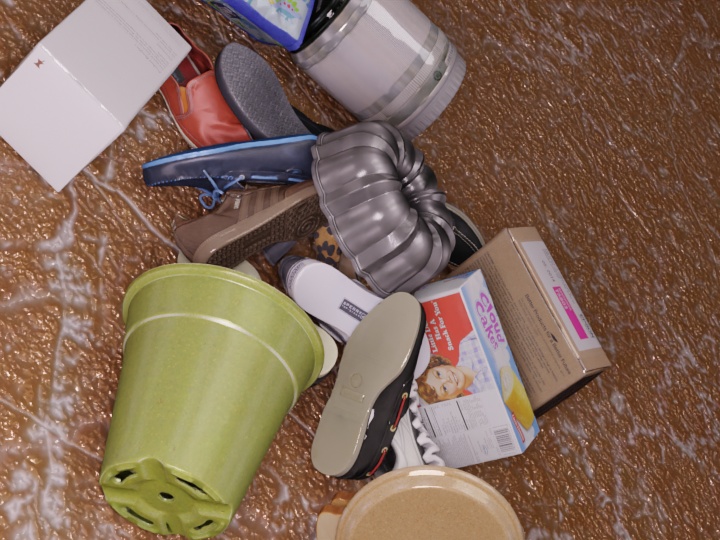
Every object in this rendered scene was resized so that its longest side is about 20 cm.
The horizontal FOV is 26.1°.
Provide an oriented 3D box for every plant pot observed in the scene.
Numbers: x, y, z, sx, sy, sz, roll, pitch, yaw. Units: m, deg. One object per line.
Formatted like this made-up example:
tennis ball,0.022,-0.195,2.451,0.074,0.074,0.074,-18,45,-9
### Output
plant pot,-0.150,0.132,1.401,0.199,0.199,0.191,36,48,-24

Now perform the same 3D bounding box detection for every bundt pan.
bundt pan,0.034,-0.072,1.644,0.202,0.075,0.203,46,29,-35

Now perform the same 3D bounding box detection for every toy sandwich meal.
toy sandwich meal,0.061,0.263,1.512,0.205,0.205,0.070,43,20,-15

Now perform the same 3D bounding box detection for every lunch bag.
lunch bag,-0.145,-0.372,1.928,0.169,0.127,0.201,32,28,-30

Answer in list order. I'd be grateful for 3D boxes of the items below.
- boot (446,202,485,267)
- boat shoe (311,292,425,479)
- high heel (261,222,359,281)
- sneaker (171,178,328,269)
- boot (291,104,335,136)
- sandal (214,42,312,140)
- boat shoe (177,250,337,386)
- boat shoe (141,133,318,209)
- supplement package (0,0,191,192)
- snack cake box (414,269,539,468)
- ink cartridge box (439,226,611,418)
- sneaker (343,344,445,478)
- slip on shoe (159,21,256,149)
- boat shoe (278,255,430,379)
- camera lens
boot,0.068,-0.028,1.925,0.203,0.073,0.155,38,39,-23
boat shoe,0.016,0.120,1.603,0.073,0.203,0.063,25,4,38
high heel,0.000,0.000,1.733,0.200,0.142,0.072,44,31,-13
sneaker,-0.106,-0.065,1.621,0.199,0.071,0.076,-26,59,-35
boot,-0.068,-0.119,1.823,0.167,0.076,0.202,27,35,-39
sandal,-0.103,-0.161,1.741,0.201,0.043,0.076,54,46,-16
boat shoe,-0.114,0.049,1.623,0.201,0.063,0.074,39,63,1
boat shoe,-0.133,-0.102,1.668,0.084,0.197,0.070,-140,-137,-78
supplement package,-0.278,-0.196,1.591,0.117,0.117,0.201,45,32,-12
snack cake box,0.108,0.114,1.738,0.067,0.114,0.202,-36,108,-58
ink cartridge box,0.184,0.074,1.879,0.075,0.164,0.202,-5,63,-53
sneaker,0.023,0.157,1.685,0.080,0.075,0.202,-2,59,-42
slip on shoe,-0.180,-0.195,1.750,0.074,0.061,0.201,-30,79,-26
boat shoe,-0.008,0.048,1.651,0.199,0.072,0.068,34,0,-29
camera lens,0.019,-0.283,2.018,0.199,0.160,0.161,39,34,-20
